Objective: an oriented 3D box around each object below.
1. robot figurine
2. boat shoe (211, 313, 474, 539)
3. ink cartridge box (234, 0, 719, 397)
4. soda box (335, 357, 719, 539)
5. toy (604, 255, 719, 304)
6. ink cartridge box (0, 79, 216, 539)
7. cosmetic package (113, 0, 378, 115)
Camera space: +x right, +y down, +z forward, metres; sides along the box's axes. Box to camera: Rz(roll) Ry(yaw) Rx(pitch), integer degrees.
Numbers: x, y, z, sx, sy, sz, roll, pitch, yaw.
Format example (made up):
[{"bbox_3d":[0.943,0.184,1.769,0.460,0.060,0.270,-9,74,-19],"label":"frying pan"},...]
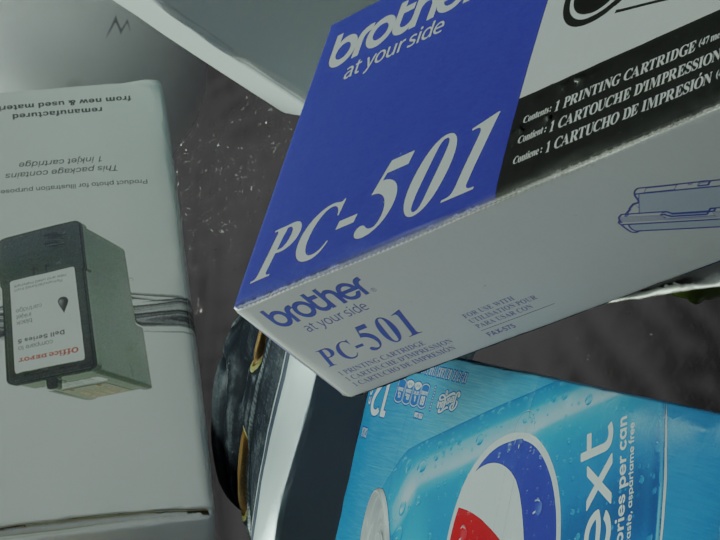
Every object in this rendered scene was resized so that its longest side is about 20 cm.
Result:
[{"bbox_3d":[-0.120,-0.128,1.137,0.124,0.150,0.201,-14,58,25],"label":"robot figurine"},{"bbox_3d":[0.000,0.000,0.850,0.091,0.070,0.202,47,122,62],"label":"boat shoe"},{"bbox_3d":[0.061,-0.043,0.638,0.199,0.044,0.094,-23,39,43],"label":"ink cartridge box"},{"bbox_3d":[0.063,0.062,0.670,0.200,0.067,0.065,7,84,67],"label":"soda box"},{"bbox_3d":[0.081,-0.031,0.691,0.199,0.047,0.116,-6,54,53],"label":"toy"},{"bbox_3d":[-0.097,0.056,0.975,0.146,0.083,0.201,91,172,-47],"label":"ink cartridge box"},{"bbox_3d":[-0.003,-0.155,0.831,0.201,0.101,0.071,-58,14,-3],"label":"cosmetic package"}]
